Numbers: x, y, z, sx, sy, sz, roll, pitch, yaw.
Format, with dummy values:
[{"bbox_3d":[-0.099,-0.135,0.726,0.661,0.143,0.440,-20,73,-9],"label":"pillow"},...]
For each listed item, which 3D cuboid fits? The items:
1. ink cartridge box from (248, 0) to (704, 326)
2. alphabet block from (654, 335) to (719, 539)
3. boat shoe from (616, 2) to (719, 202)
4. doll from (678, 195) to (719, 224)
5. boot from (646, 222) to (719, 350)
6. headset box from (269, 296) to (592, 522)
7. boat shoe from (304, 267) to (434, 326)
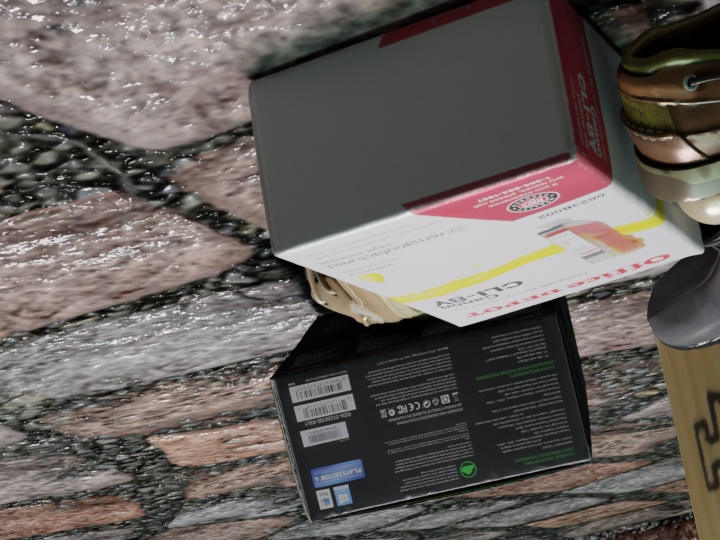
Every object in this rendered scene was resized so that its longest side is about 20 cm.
[{"bbox_3d":[0.062,-0.044,0.738,0.144,0.084,0.200,-18,162,23],"label":"ink cartridge box"},{"bbox_3d":[0.373,0.110,1.242,0.194,0.202,0.196,-3,162,-24],"label":"alphabet block"},{"bbox_3d":[0.200,-0.098,0.655,0.199,0.068,0.072,-27,-150,-8],"label":"boat shoe"},{"bbox_3d":[0.229,-0.056,0.693,0.198,0.049,0.136,-9,-159,32],"label":"doll"},{"bbox_3d":[0.230,-0.018,0.987,0.131,0.070,0.200,10,143,-44],"label":"boot"},{"bbox_3d":[0.051,0.068,0.996,0.172,0.094,0.200,-13,-172,8],"label":"headset box"},{"bbox_3d":[0.000,0.000,0.872,0.064,0.072,0.200,-14,165,11],"label":"boat shoe"}]
